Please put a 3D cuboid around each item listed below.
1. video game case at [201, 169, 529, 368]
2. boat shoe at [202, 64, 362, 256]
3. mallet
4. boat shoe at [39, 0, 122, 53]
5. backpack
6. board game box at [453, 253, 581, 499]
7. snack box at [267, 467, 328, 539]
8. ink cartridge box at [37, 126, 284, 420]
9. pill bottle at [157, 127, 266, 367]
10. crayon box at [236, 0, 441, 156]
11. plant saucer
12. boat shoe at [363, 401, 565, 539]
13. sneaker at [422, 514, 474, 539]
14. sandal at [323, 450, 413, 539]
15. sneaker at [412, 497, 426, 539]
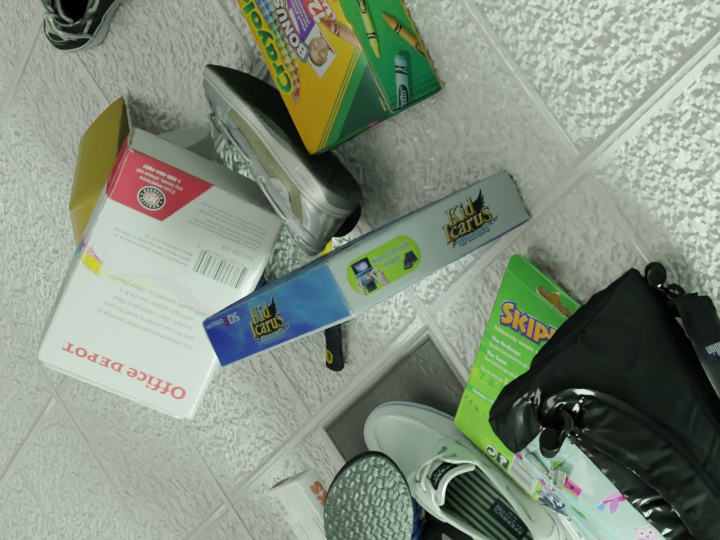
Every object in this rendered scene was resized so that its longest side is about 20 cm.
[{"bbox_3d":[0.000,0.000,1.121,0.199,0.180,0.046,-23,93,55],"label":"video game case"},{"bbox_3d":[-0.075,-0.098,1.223,0.202,0.074,0.065,48,116,30],"label":"boat shoe"},{"bbox_3d":[-0.021,0.009,1.287,0.066,0.041,0.202,27,136,44],"label":"mallet"},{"bbox_3d":[-0.265,-0.249,1.394,0.199,0.068,0.074,-17,99,55],"label":"boat shoe"},{"bbox_3d":[0.195,0.120,0.993,0.200,0.167,0.127,48,155,-1],"label":"backpack"},{"bbox_3d":[0.131,0.080,1.141,0.095,0.030,0.201,42,143,26],"label":"board game box"},{"bbox_3d":[-0.007,0.267,1.317,0.201,0.024,0.072,56,150,-1],"label":"snack box"},{"bbox_3d":[-0.168,0.003,1.265,0.201,0.146,0.086,-62,14,16],"label":"ink cartridge box"},{"bbox_3d":[-0.151,-0.021,1.363,0.110,0.110,0.202,10,120,49],"label":"pill bottle"},{"bbox_3d":[-0.031,-0.201,1.133,0.118,0.058,0.202,-21,95,55],"label":"crayon box"},{"bbox_3d":[-0.239,-0.035,1.424,0.201,0.048,0.202,-100,6,-59],"label":"plant saucer"},{"bbox_3d":[0.079,0.167,1.214,0.199,0.067,0.074,30,92,25],"label":"boat shoe"},{"bbox_3d":[0.093,0.303,1.266,0.070,0.090,0.201,2,124,51],"label":"sneaker"},{"bbox_3d":[0.013,0.236,1.249,0.048,0.074,0.202,-95,-3,-67],"label":"sandal"},{"bbox_3d":[0.049,0.255,1.331,0.115,0.080,0.201,34,143,29],"label":"sneaker"}]
